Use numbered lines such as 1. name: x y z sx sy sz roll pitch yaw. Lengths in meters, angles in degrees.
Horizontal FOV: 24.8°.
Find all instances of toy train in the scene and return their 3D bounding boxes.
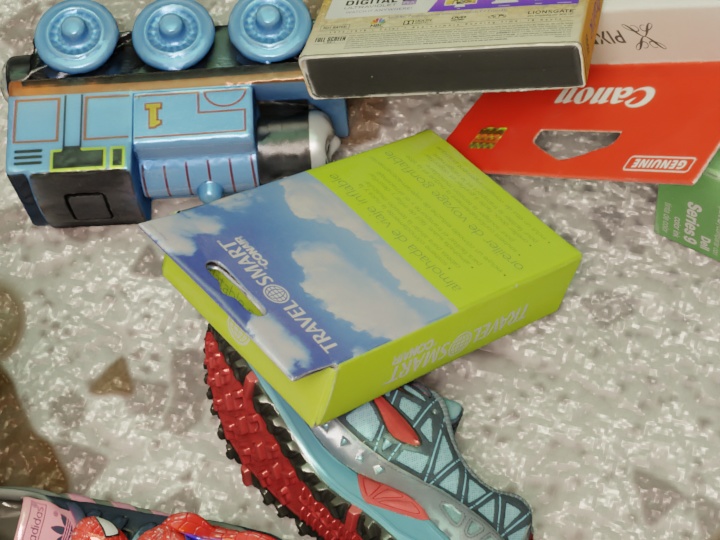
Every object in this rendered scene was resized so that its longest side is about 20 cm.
1. toy train: -0.099 -0.086 0.897 0.199 0.087 0.115 -3 68 1

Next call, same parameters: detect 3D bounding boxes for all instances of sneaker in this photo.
1. sneaker: -0.125 0.138 0.763 0.199 0.082 0.070 1 59 5
2. sneaker: 0.003 0.088 0.799 0.095 0.079 0.200 -29 64 -32

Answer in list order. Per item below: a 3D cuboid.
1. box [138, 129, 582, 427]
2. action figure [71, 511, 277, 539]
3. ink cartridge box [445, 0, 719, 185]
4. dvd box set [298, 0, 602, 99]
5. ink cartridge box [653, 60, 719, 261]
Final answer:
1. box: 0.000 0.000 0.804 0.200 0.048 0.122 -22 52 -40
2. action figure: -0.034 0.153 0.709 0.200 0.052 0.066 23 77 4
3. ink cartridge box: 0.135 -0.124 0.860 0.200 0.044 0.174 7 52 51
4. dvd box set: 0.060 -0.164 0.877 0.146 0.029 0.200 -1 42 17
5. ink cartridge box: 0.272 -0.053 0.839 0.200 0.088 0.145 25 65 21
